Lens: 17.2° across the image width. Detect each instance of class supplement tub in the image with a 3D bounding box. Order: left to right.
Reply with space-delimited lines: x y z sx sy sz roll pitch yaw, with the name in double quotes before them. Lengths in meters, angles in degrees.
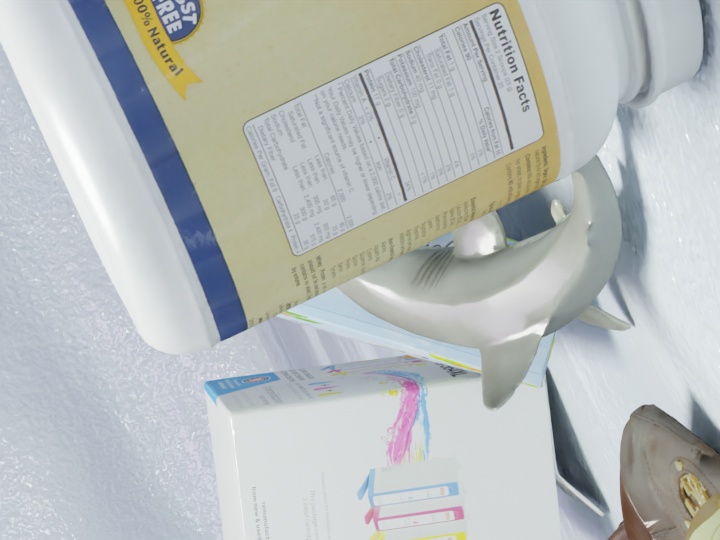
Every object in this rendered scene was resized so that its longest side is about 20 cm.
"supplement tub" -0.006 -0.075 0.763 0.145 0.199 0.144 62 173 14

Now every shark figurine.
"shark figurine" 0.065 0.008 0.952 0.128 0.090 0.215 26 153 -8

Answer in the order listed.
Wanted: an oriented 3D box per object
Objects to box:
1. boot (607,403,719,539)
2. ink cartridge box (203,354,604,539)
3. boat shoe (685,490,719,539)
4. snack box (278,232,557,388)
"boot" 0.156 0.165 1.017 0.187 0.064 0.200 60 167 21
"ink cartridge box" 0.024 0.116 1.317 0.129 0.199 0.126 -153 55 -79
"boat shoe" 0.168 0.173 0.873 0.063 0.073 0.201 -125 12 -66
"snack box" 0.000 0.000 1.151 0.200 0.168 0.068 -168 95 -82
